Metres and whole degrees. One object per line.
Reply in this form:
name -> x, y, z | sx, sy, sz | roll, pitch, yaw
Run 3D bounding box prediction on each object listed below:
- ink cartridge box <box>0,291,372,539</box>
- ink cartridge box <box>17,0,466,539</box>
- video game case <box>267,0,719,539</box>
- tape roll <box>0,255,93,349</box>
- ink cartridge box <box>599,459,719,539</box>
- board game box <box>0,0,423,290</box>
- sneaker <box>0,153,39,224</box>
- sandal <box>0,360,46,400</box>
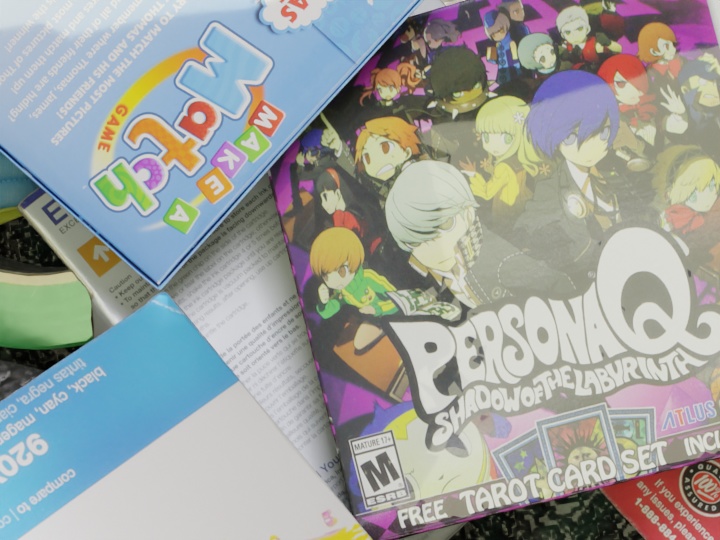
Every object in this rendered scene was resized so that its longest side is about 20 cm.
ink cartridge box -> -0.075, 0.147, 0.863 | 0.145, 0.147, 0.200 | -35, 79, -34
ink cartridge box -> 0.000, 0.000, 0.954 | 0.196, 0.043, 0.200 | -39, 86, -24
video game case -> 0.074, -0.012, 0.877 | 0.199, 0.036, 0.182 | -15, 85, 12
tape roll -> -0.127, -0.070, 1.002 | 0.200, 0.048, 0.201 | 0, 92, 6
ink cartridge box -> 0.212, 0.061, 0.898 | 0.200, 0.084, 0.144 | -47, 65, 9
board game box -> -0.094, -0.115, 0.848 | 0.200, 0.037, 0.151 | 42, 97, -10
sneaker -> -0.210, -0.059, 0.950 | 0.199, 0.080, 0.131 | 2, 92, 7
sandal -> -0.201, 0.056, 1.008 | 0.200, 0.048, 0.076 | 21, 66, 9
